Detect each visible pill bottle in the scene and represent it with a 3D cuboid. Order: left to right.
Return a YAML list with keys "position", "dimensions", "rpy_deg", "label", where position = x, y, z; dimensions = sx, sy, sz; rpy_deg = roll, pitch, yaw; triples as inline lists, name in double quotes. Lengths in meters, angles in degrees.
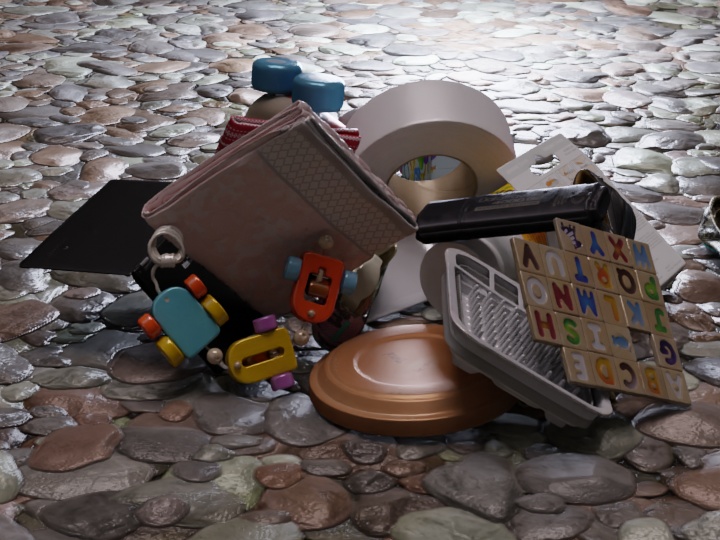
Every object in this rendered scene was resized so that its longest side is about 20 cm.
- position: [0.144, -0.020, 1.706]
  dimensions: [0.112, 0.114, 0.200]
  rpy_deg: [13, 25, 29]
  label: "pill bottle"

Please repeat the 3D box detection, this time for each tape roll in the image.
- position: [0.073, -0.111, 1.806]
  dimensions: [0.200, 0.204, 0.071]
  rpy_deg: [-2, 46, -6]
  label: "tape roll"

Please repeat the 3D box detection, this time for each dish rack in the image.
- position: [0.139, 0.066, 1.471]
  dimensions: [0.171, 0.044, 0.200]
  rpy_deg: [32, 18, -10]
  label: "dish rack"

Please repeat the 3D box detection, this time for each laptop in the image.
- position: [-0.197, 0.000, 1.632]
  dimensions: [0.116, 0.200, 0.188]
  rpy_deg: [-33, 12, 37]
  label: "laptop"

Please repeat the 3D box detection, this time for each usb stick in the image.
- position: [0.144, -0.055, 1.580]
  dimensions: [0.198, 0.033, 0.056]
  rpy_deg: [-6, 32, 31]
  label: "usb stick"

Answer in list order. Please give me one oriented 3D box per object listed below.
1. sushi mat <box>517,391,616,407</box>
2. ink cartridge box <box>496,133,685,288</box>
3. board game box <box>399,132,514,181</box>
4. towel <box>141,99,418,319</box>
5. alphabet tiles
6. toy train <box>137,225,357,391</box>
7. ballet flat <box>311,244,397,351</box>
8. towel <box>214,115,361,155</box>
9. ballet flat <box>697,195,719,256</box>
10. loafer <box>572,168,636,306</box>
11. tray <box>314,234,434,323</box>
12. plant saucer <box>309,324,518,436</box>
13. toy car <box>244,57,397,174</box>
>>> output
- position: [0.188, 0.084, 1.579]
  dimensions: [0.095, 0.012, 0.200]
  rpy_deg: [0, 21, 1]
  label: "sushi mat"
- position: [0.234, -0.042, 1.711]
  dimensions: [0.200, 0.047, 0.160]
  rpy_deg: [47, 36, 9]
  label: "ink cartridge box"
- position: [0.115, -0.147, 2.046]
  dimensions: [0.104, 0.104, 0.200]
  rpy_deg: [-3, 22, -10]
  label: "board game box"
- position: [-0.071, -0.048, 1.527]
  dimensions: [0.190, 0.200, 0.032]
  rpy_deg: [-31, 43, 19]
  label: "towel"
- position: [0.214, 0.032, 1.469]
  dimensions: [0.199, 0.169, 0.008]
  rpy_deg: [13, -34, -40]
  label: "alphabet tiles"
- position: [-0.109, 0.030, 1.521]
  dimensions: [0.198, 0.152, 0.056]
  rpy_deg: [11, -6, -13]
  label: "toy train"
- position: [0.000, 0.000, 1.640]
  dimensions: [0.069, 0.071, 0.201]
  rpy_deg: [36, 37, -16]
  label: "ballet flat"
- position: [-0.091, -0.106, 1.744]
  dimensions: [0.143, 0.200, 0.023]
  rpy_deg: [5, 64, -15]
  label: "towel"
- position: [0.426, -0.036, 1.811]
  dimensions: [0.067, 0.076, 0.200]
  rpy_deg: [-2, 22, -10]
  label: "ballet flat"
- position: [0.220, -0.017, 1.570]
  dimensions: [0.072, 0.072, 0.201]
  rpy_deg: [-26, 30, 24]
  label: "loafer"
- position: [0.020, 0.007, 1.719]
  dimensions: [0.199, 0.022, 0.108]
  rpy_deg: [-18, 55, -39]
  label: "tray"
- position: [0.051, 0.094, 1.504]
  dimensions: [0.198, 0.033, 0.201]
  rpy_deg: [-3, 20, 1]
  label: "plant saucer"
- position: [-0.023, -0.151, 1.951]
  dimensions: [0.198, 0.186, 0.176]
  rpy_deg: [-7, 21, -34]
  label: "toy car"
